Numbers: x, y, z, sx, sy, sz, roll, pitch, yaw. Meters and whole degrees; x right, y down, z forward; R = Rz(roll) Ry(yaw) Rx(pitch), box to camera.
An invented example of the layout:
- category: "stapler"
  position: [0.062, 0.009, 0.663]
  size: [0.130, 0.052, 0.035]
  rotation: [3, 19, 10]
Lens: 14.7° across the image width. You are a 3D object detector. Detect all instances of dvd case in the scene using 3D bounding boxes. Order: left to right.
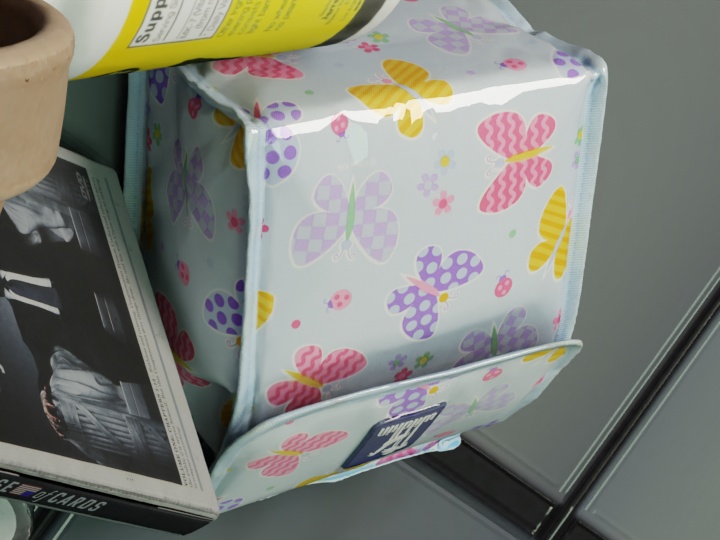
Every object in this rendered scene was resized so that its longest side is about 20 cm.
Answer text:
- category: "dvd case"
  position: [-0.131, 0.010, 0.975]
  size: [0.025, 0.151, 0.200]
  rotation: [-28, 156, 22]

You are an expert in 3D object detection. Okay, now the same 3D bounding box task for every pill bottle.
- category: "pill bottle"
  position: [-0.083, -0.126, 0.977]
  size: [0.199, 0.114, 0.115]
  rotation: [-11, 119, -42]

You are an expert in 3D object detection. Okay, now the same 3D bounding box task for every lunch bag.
- category: "lunch bag"
  position: [0.000, 0.000, 1.112]
  size: [0.169, 0.127, 0.201]
  rotation: [-12, 125, -29]

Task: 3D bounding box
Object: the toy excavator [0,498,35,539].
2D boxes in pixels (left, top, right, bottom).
- category: "toy excavator"
  position: [-0.205, 0.031, 1.002]
  size: [0.199, 0.100, 0.195]
  rotation: [25, 117, -15]

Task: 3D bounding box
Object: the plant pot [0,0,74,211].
- category: "plant pot"
  position: [-0.187, 0.004, 0.789]
  size: [0.200, 0.200, 0.175]
  rotation: [-5, 109, -33]
